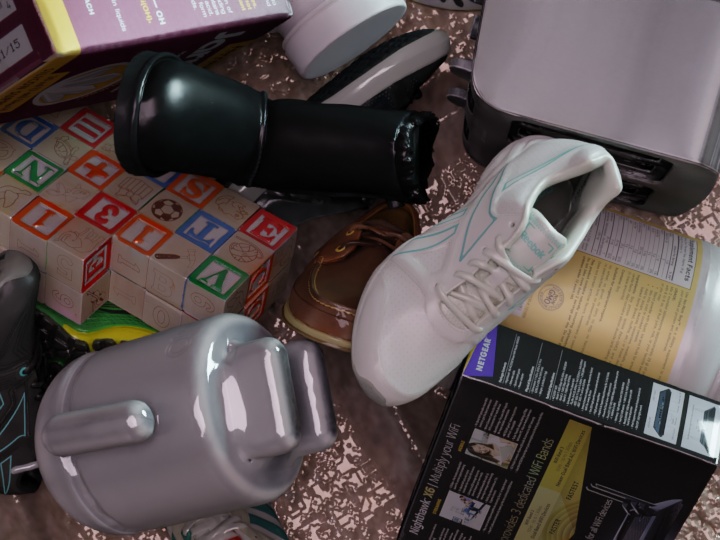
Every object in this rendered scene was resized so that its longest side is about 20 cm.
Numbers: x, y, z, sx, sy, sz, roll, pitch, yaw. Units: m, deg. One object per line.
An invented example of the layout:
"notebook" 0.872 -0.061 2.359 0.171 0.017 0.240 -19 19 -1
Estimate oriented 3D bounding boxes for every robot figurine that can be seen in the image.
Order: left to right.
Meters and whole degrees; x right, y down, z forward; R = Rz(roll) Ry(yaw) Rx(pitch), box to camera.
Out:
"robot figurine" -0.112 0.093 1.025 0.199 0.169 0.114 -16 75 28

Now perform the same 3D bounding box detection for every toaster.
"toaster" 0.158 -0.121 1.099 0.199 0.181 0.119 16 84 3

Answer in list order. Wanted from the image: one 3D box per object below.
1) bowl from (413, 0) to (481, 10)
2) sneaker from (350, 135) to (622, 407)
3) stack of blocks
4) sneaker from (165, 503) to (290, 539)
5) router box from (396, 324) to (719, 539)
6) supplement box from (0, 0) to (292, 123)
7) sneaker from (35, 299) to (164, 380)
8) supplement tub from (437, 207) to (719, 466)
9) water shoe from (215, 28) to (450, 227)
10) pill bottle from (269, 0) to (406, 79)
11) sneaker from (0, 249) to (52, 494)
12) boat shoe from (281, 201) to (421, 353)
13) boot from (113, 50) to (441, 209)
"bowl" 0.074 -0.285 1.162 0.199 0.094 0.202 0 83 -1
"sneaker" 0.070 -0.005 0.974 0.070 0.080 0.200 47 72 -19
"stack of blocks" -0.155 -0.023 1.098 0.199 0.059 0.115 29 46 14
"sneaker" -0.086 0.165 1.103 0.070 0.093 0.200 -32 84 -5
"router box" 0.116 0.135 1.062 0.156 0.201 0.052 20 45 2
"supplement box" -0.163 -0.164 1.043 0.199 0.131 0.104 -20 87 -47
"sneaker" -0.179 0.030 1.140 0.199 0.078 0.085 18 47 8
"supplement tub" 0.152 0.034 1.095 0.199 0.145 0.146 20 83 2
"water shoe" -0.010 -0.082 1.157 0.200 0.072 0.079 -38 105 0
"pill bottle" -0.058 -0.233 1.144 0.112 0.112 0.201 -33 84 -4
"sneaker" -0.222 0.069 1.091 0.079 0.201 0.076 18 39 -8
"boat shoe" 0.001 0.000 1.068 0.072 0.200 0.068 20 106 5
"boot" -0.043 -0.078 1.021 0.161 0.198 0.074 9 90 12
